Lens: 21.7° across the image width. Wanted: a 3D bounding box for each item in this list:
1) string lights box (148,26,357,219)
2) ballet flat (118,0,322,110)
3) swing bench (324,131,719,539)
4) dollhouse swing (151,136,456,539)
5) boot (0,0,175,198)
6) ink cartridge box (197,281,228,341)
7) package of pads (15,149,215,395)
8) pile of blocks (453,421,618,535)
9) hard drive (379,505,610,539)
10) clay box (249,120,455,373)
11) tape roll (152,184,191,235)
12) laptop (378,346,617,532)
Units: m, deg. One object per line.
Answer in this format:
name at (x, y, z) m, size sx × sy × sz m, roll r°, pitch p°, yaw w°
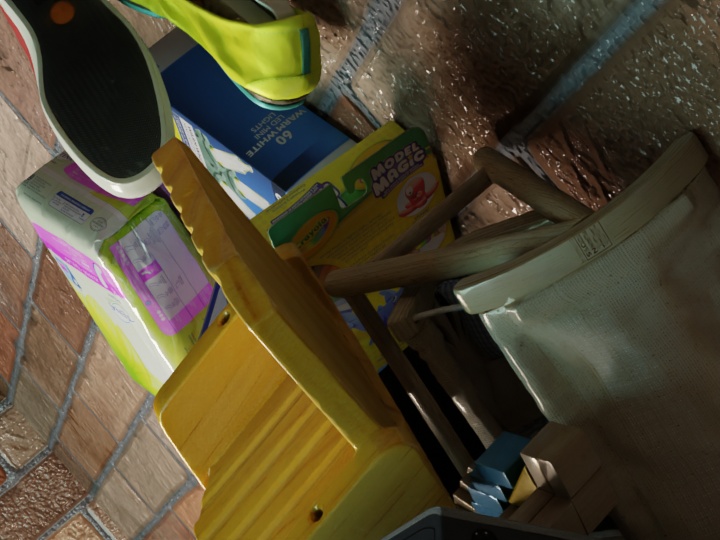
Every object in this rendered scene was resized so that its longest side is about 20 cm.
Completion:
string lights box at (-0.061, -0.067, 1.210) m, size 0.200 × 0.059 × 0.103 m, roll 37°, pitch 157°, yaw 34°
ballet flat at (-0.089, -0.168, 1.091) m, size 0.200 × 0.067 × 0.067 m, roll 41°, pitch 139°, yaw 34°
swing bench at (0.117, 0.050, 0.922) m, size 0.199 × 0.130 × 0.200 m, roll 56°, pitch 160°, yaw -17°
dollhouse swing at (-0.070, 0.070, 0.937) m, size 0.175 × 0.182 × 0.200 m, roll 33°, pitch -166°, yaw -32°
boot at (-0.163, -0.115, 1.173) m, size 0.201 × 0.072 × 0.144 m, roll 60°, pitch 176°, yaw 20°
ink cartridge box at (-0.035, 0.066, 1.261) m, size 0.037 × 0.095 × 0.200 m, roll -20°, pitch 134°, yaw 39°
package of pads at (-0.155, 0.017, 1.378) m, size 0.154 × 0.068 × 0.201 m, roll 27°, pitch 152°, yaw 52°
pile of blocks at (0.066, 0.134, 0.908) m, size 0.082 × 0.062 × 0.200 m, roll 38°, pitch 154°, yaw 20°
hard drive at (0.082, 0.159, 0.845) m, size 0.199 × 0.033 × 0.139 m, roll 15°, pitch 146°, yaw -28°
clay box at (0.000, 0.000, 1.113) m, size 0.048 × 0.115 × 0.201 m, roll 42°, pitch 160°, yaw 37°
tape roll at (-0.122, -0.037, 1.404) m, size 0.200 × 0.066 × 0.200 m, roll 43°, pitch 161°, yaw 18°
laptop at (0.062, 0.144, 1.127) m, size 0.187 × 0.116 × 0.200 m, roll 48°, pitch 134°, yaw 6°
